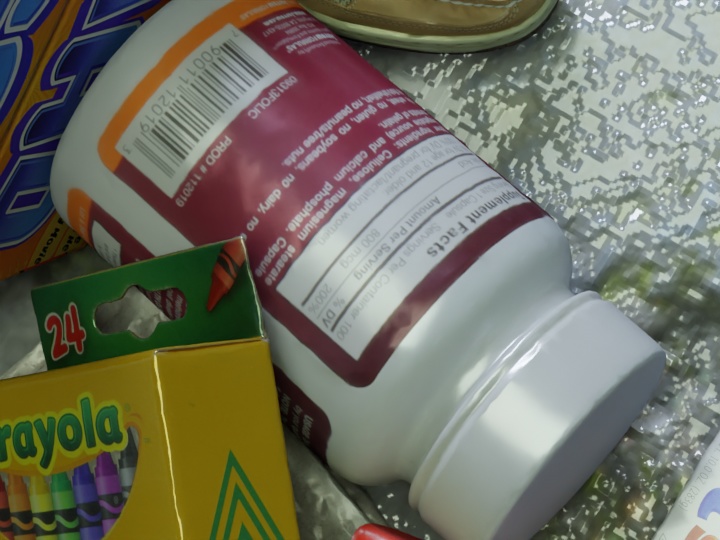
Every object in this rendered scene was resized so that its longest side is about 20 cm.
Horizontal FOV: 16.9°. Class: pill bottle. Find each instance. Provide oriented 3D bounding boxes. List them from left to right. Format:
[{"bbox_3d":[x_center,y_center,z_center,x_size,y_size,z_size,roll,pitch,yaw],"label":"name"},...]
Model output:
[{"bbox_3d":[0.000,0.000,0.832,0.200,0.114,0.114,42,92,15],"label":"pill bottle"}]

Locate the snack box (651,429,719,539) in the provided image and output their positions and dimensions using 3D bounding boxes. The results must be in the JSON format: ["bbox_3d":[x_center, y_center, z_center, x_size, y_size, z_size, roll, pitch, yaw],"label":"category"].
[{"bbox_3d":[0.149,0.082,0.829,0.072,0.024,0.201,32,90,17],"label":"snack box"}]

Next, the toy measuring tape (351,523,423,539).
[{"bbox_3d":[0.032,0.131,0.775,0.200,0.073,0.074,23,87,45],"label":"toy measuring tape"}]

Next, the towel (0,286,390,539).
[{"bbox_3d":[-0.063,0.106,0.872,0.132,0.034,0.200,-42,76,5],"label":"towel"}]

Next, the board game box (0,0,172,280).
[{"bbox_3d":[-0.180,-0.121,0.814,0.200,0.200,0.200,40,120,16],"label":"board game box"}]

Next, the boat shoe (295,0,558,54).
[{"bbox_3d":[-0.023,-0.137,0.870,0.199,0.076,0.072,19,65,14],"label":"boat shoe"}]

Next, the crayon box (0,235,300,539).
[{"bbox_3d":[-0.076,0.098,0.796,0.127,0.051,0.201,-13,85,47],"label":"crayon box"}]
